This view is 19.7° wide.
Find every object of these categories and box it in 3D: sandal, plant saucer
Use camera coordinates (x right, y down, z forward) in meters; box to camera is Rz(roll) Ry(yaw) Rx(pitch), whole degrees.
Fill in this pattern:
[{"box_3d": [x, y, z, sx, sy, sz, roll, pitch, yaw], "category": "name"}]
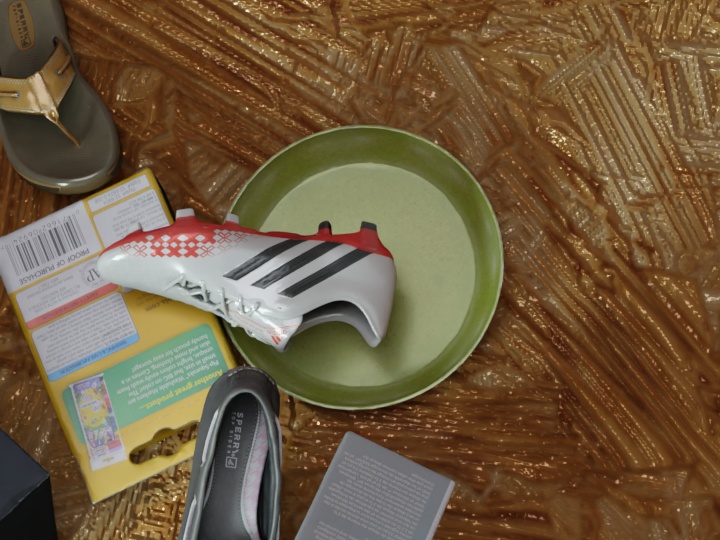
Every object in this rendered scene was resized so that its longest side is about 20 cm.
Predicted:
[{"box_3d": [-0.228, -0.137, 1.464, 0.080, 0.054, 0.201, -21, 62, -1], "category": "sandal"}, {"box_3d": [0.000, 0.000, 1.421, 0.198, 0.031, 0.202, -2, 73, 7], "category": "plant saucer"}]

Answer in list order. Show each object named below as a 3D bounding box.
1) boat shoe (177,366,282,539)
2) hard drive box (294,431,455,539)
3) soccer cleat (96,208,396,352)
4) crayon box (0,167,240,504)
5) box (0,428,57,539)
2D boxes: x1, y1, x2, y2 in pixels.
[{"box_3d": [-0.085, 0.162, 1.340, 0.066, 0.057, 0.202, 5, 95, -3], "category": "boat shoe"}, {"box_3d": [-0.026, 0.222, 1.262, 0.076, 0.156, 0.201, 25, 64, 2], "category": "hard drive box"}, {"box_3d": [-0.074, 0.011, 1.364, 0.198, 0.069, 0.086, 2, 68, -8], "category": "soccer cleat"}, {"box_3d": [-0.158, 0.048, 1.417, 0.125, 0.052, 0.201, -24, 72, -1], "category": "crayon box"}, {"box_3d": [-0.294, 0.120, 1.361, 0.200, 0.141, 0.079, 40, 68, 15], "category": "box"}]
